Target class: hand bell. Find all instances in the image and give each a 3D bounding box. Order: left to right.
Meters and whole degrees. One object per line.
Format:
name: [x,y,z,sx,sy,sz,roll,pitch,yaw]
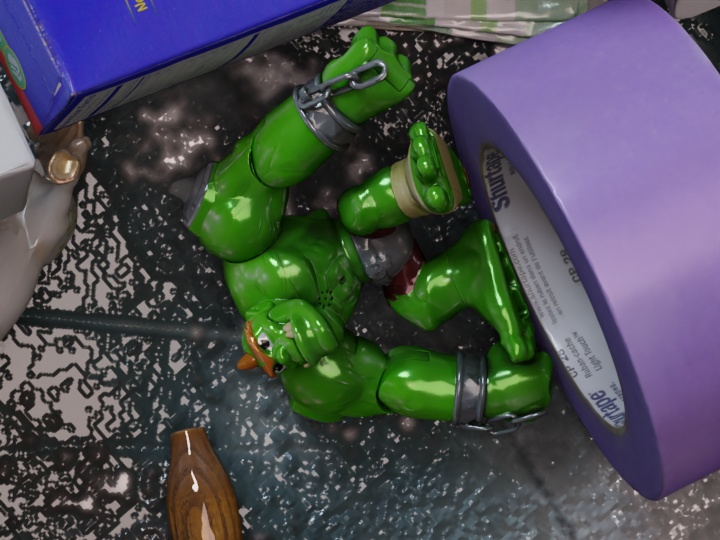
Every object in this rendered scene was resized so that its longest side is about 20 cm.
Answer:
hand bell: [-0.059,0.170,1.040,0.104,0.104,0.201,-11,79,-7]

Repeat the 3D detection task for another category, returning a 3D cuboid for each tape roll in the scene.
tape roll: [0.117,-0.010,0.987,0.085,0.200,0.201,-26,94,-5]

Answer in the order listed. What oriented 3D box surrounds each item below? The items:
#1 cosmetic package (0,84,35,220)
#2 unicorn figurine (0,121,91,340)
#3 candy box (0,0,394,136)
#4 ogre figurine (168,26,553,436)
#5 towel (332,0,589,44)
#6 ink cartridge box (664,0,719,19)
cosmetic package: [-0.236,-0.040,0.886,0.199,0.081,0.113,-23,82,-18]
unicorn figurine: [-0.174,0.012,0.999,0.074,0.137,0.200,45,71,3]
candy box: [-0.076,-0.170,0.969,0.199,0.077,0.170,-23,85,-24]
ogre figurine: [0.000,0.000,1.017,0.119,0.200,0.098,-20,51,15]
towel: [0.008,-0.183,1.058,0.199,0.023,0.153,2,90,-7]
ink cartridge box: [0.135,-0.229,0.975,0.084,0.146,0.201,-20,72,-2]
